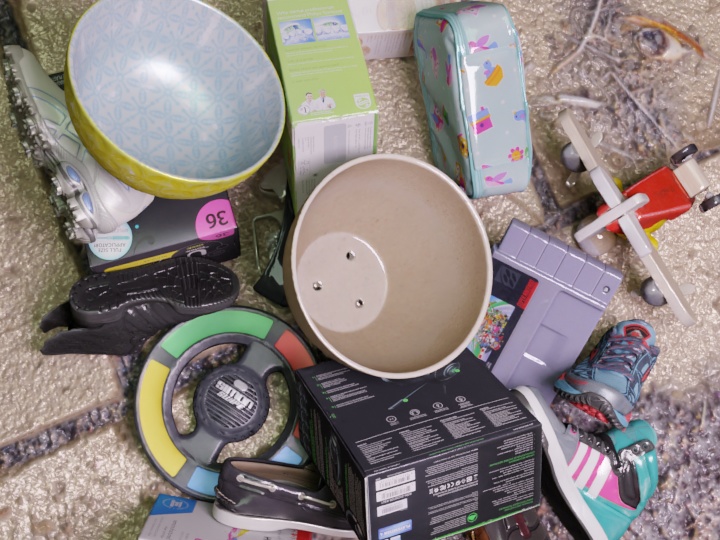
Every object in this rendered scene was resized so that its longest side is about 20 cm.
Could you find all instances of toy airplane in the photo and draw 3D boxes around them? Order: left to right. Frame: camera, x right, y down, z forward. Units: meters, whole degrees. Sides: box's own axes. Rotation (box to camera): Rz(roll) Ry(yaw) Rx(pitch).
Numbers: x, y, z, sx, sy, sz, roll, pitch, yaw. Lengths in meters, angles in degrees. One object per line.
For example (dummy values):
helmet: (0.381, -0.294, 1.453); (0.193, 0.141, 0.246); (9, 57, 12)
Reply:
toy airplane: (0.277, -0.055, 1.124); (0.198, 0.141, 0.202); (28, 49, -23)

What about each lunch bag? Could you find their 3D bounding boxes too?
lunch bag: (0.111, -0.175, 1.111); (0.076, 0.160, 0.202); (-13, 109, -13)

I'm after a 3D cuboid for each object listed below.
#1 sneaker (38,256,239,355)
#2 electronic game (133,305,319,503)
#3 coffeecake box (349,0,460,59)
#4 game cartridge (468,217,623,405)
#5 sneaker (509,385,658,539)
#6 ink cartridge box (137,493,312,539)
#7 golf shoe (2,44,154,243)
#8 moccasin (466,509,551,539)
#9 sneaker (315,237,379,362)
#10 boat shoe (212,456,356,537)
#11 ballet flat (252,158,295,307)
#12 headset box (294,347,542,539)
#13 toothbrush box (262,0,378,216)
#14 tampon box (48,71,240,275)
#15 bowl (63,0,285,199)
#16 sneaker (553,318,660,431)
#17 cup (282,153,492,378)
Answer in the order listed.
sneaker: (-0.223, 0.042, 1.073); (0.197, 0.105, 0.061); (-6, 60, -15)
electronic game: (-0.132, 0.135, 1.092); (0.197, 0.042, 0.203); (1, 76, -5)
coffeecake box: (0.005, -0.321, 1.196); (0.197, 0.073, 0.155); (-5, 77, -6)
game cartridge: (0.162, 0.060, 1.086); (0.128, 0.038, 0.202); (24, 112, -2)
sneaker: (0.235, 0.176, 1.079); (0.120, 0.083, 0.201); (-34, 107, -14)
ink cartridge box: (-0.109, 0.279, 1.014); (0.197, 0.116, 0.068); (10, 98, -3)
golf shoe: (-0.267, -0.128, 1.007); (0.097, 0.078, 0.202); (-26, 85, -26)
moccasin: (0.139, 0.264, 1.076); (0.073, 0.078, 0.203); (-20, 75, -25)
sneaker: (0.000, 0.000, 1.120); (0.092, 0.070, 0.202); (5, 74, 2)
boat shoe: (-0.045, 0.217, 1.048); (0.198, 0.074, 0.061); (7, 102, -14)
ballet flat: (-0.078, -0.063, 1.131); (0.072, 0.073, 0.203); (9, 78, -3)
headset box: (0.046, 0.150, 1.000); (0.172, 0.200, 0.094); (-13, 119, -19)
toothbrush box: (-0.043, -0.177, 1.061); (0.085, 0.146, 0.202); (-10, 56, -8)
tampon box: (-0.219, -0.102, 1.095); (0.148, 0.126, 0.202); (-16, 79, -8)
bowl: (-0.176, -0.138, 0.956); (0.198, 0.108, 0.202); (15, 56, -24)
sneaker: (0.249, 0.089, 1.054); (0.079, 0.200, 0.096); (27, 103, 14)
cup: (0.005, 0.003, 1.018); (0.198, 0.143, 0.203); (3, 82, -23)
